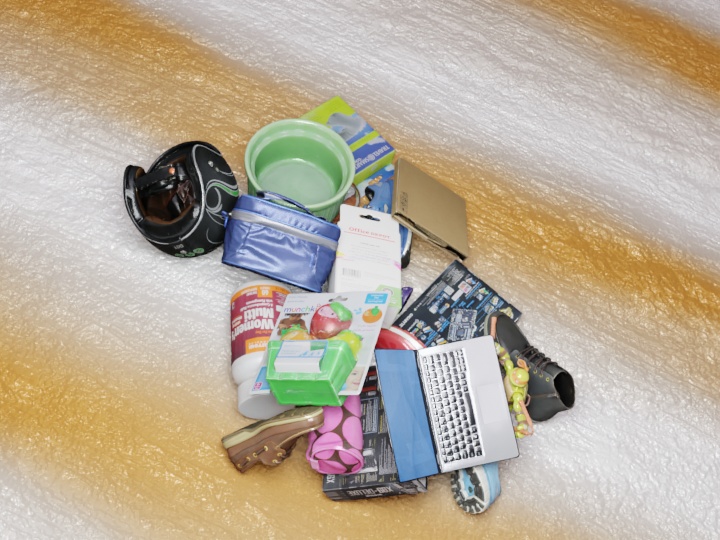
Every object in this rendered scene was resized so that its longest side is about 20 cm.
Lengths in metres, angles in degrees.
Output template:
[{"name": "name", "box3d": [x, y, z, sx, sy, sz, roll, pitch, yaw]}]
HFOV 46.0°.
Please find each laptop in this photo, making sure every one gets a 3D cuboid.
[{"name": "laptop", "box3d": [0.129, 0.197, 1.245, 0.196, 0.116, 0.191, -10, 78, -4]}]

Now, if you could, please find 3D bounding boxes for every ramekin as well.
[{"name": "ramekin", "box3d": [-0.113, -0.164, 1.523, 0.196, 0.098, 0.203, 5, 57, -8]}]

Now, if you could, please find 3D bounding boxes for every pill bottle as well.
[{"name": "pill bottle", "box3d": [-0.154, 0.126, 1.361, 0.107, 0.110, 0.203, 1, 57, -11]}]

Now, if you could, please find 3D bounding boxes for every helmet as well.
[{"name": "helmet", "box3d": [-0.297, -0.123, 1.446, 0.196, 0.191, 0.204, 0, 92, 11]}]

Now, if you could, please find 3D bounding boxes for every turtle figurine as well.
[{"name": "turtle figurine", "box3d": [0.237, 0.190, 1.370, 0.063, 0.162, 0.203, -7, 59, -18]}]

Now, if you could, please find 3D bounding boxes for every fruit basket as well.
[{"name": "fruit basket", "box3d": [-0.061, 0.101, 1.260, 0.182, 0.094, 0.202, -2, 49, 23]}]

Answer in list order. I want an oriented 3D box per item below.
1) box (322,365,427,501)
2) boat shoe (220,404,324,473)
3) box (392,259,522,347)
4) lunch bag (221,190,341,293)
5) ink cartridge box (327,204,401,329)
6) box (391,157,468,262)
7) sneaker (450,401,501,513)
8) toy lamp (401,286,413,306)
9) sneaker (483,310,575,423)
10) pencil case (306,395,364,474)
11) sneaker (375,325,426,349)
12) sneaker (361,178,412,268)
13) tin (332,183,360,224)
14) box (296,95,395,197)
[{"name": "box", "box3d": [0.025, 0.246, 1.312, 0.155, 0.050, 0.203, -13, 53, 21]}, {"name": "boat shoe", "box3d": [-0.123, 0.250, 1.254, 0.072, 0.198, 0.069, -16, 82, -54]}, {"name": "box", "box3d": [0.166, 0.095, 1.488, 0.158, 0.046, 0.200, 39, 58, 13]}, {"name": "lunch bag", "box3d": [-0.136, -0.054, 1.389, 0.197, 0.136, 0.135, 19, 86, -13]}, {"name": "ink cartridge box", "box3d": [0.006, -0.009, 1.437, 0.115, 0.068, 0.203, 11, 50, -11]}, {"name": "box", "box3d": [0.130, -0.115, 1.563, 0.162, 0.021, 0.201, 31, 31, -16]}, {"name": "sneaker", "box3d": [0.173, 0.276, 1.347, 0.089, 0.078, 0.204, 0, 74, -48]}, {"name": "toy lamp", "box3d": [0.000, 0.000, 1.510, 0.198, 0.059, 0.058, 33, 56, 7]}, {"name": "sneaker", "box3d": [0.287, 0.148, 1.413, 0.074, 0.106, 0.202, -23, 81, -32]}, {"name": "pencil case", "box3d": [-0.045, 0.207, 1.290, 0.092, 0.092, 0.203, -1, 51, -7]}, {"name": "sneaker", "box3d": [0.072, 0.183, 1.393, 0.199, 0.079, 0.115, 37, 56, 14]}, {"name": "sneaker", "box3d": [0.047, -0.084, 1.570, 0.087, 0.079, 0.202, -6, 50, -7]}, {"name": "tin", "box3d": [-0.092, -0.113, 1.575, 0.198, 0.042, 0.113, -24, 69, -24]}, {"name": "box", "box3d": [-0.026, -0.246, 1.669, 0.121, 0.048, 0.200, -35, 69, -28]}]
